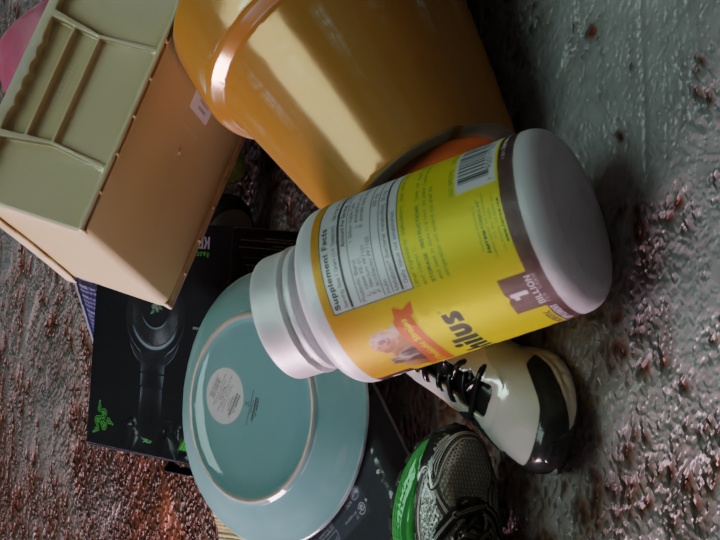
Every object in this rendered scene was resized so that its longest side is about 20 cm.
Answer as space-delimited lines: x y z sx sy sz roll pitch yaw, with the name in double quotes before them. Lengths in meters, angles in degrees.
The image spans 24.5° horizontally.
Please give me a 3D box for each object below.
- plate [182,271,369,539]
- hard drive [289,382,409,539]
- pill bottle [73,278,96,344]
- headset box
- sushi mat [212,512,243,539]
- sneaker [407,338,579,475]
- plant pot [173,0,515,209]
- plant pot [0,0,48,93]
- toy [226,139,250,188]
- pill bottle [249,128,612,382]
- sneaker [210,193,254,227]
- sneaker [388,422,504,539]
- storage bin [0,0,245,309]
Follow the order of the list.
"plate" -0.072 0.098 1.187 0.199 0.025 0.202 -3 86 45
"hard drive" -0.004 0.187 1.151 0.140 0.033 0.201 -51 50 32
"pill bottle" -0.198 0.009 1.477 0.111 0.110 0.201 -131 25 -56
"headset box" -0.131 0.063 1.332 0.174 0.092 0.201 5 91 45
"sushi mat" -0.083 0.232 1.377 0.200 0.012 0.096 -11 91 64
"sneaker" 0.066 0.064 1.032 0.200 0.080 0.074 48 127 54
"plant pot" 0.005 -0.121 1.080 0.184 0.199 0.200 60 141 25
"plant pot" -0.222 -0.152 1.559 0.200 0.199 0.180 -45 63 54
"toy" -0.114 -0.110 1.406 0.200 0.047 0.116 -166 88 -87
"pill bottle" 0.038 -0.001 0.966 0.199 0.109 0.110 -20 64 25
"sneaker" -0.112 0.035 1.432 0.079 0.074 0.201 11 100 50
"sneaker" 0.075 0.193 1.016 0.085 0.078 0.201 -16 81 56
"storage bin" -0.167 -0.097 1.183 0.200 0.093 0.200 55 -125 -69
